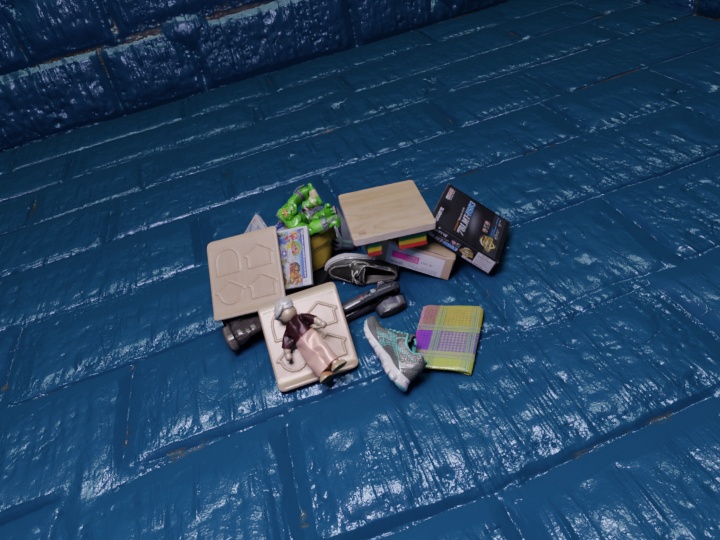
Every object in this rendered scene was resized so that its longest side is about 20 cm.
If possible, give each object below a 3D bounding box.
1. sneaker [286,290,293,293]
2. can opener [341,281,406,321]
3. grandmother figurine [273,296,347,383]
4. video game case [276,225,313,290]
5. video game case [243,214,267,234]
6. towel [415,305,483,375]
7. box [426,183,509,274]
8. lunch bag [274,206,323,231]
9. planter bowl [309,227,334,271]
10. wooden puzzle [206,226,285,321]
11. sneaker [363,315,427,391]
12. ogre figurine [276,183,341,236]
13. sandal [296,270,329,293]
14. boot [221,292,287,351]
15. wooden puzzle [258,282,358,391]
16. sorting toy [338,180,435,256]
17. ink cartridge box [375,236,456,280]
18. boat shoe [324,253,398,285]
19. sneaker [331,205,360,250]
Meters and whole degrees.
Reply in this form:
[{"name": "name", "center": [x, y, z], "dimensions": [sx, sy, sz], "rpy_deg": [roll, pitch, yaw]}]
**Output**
[{"name": "sneaker", "center": [-0.246, 0.009, 1.545], "dimensions": [0.072, 0.079, 0.198], "rpy_deg": [-34, 42, -30]}, {"name": "can opener", "center": [0.010, 0.080, 1.378], "dimensions": [0.195, 0.065, 0.079], "rpy_deg": [-17, 36, -6]}, {"name": "grandmother figurine", "center": [-0.120, 0.142, 1.227], "dimensions": [0.121, 0.061, 0.201], "rpy_deg": [-39, 73, 3]}, {"name": "video game case", "center": [-0.213, -0.020, 1.409], "dimensions": [0.195, 0.018, 0.147], "rpy_deg": [-10, 76, 13]}, {"name": "video game case", "center": [-0.299, -0.026, 1.549], "dimensions": [0.202, 0.022, 0.183], "rpy_deg": [-57, 37, 12]}, {"name": "towel", "center": [0.191, 0.144, 1.269], "dimensions": [0.140, 0.023, 0.202], "rpy_deg": [1, 39, 18]}, {"name": "box", "center": [0.271, -0.109, 1.464], "dimensions": [0.196, 0.050, 0.201], "rpy_deg": [33, 41, 1]}, {"name": "lunch bag", "center": [-0.187, -0.117, 1.630], "dimensions": [0.158, 0.077, 0.199], "rpy_deg": [-23, 6, 37]}, {"name": "planter bowl", "center": [-0.138, -0.041, 1.541], "dimensions": [0.196, 0.085, 0.200], "rpy_deg": [-25, 7, 3]}, {"name": "wooden puzzle", "center": [-0.270, 0.009, 1.385], "dimensions": [0.180, 0.046, 0.205], "rpy_deg": [-13, 71, 9]}, {"name": "sneaker", "center": [0.076, 0.159, 1.225], "dimensions": [0.091, 0.078, 0.201], "rpy_deg": [-37, 46, 3]}, {"name": "ogre figurine", "center": [-0.139, -0.140, 1.476], "dimensions": [0.119, 0.099, 0.201], "rpy_deg": [-35, 64, -10]}, {"name": "sandal", "center": [-0.130, 0.076, 1.439], "dimensions": [0.074, 0.049, 0.201], "rpy_deg": [0, 36, 33]}, {"name": "boot", "center": [-0.253, 0.101, 1.404], "dimensions": [0.171, 0.070, 0.201], "rpy_deg": [-30, 38, -4]}, {"name": "wooden puzzle", "center": [-0.116, 0.146, 1.286], "dimensions": [0.181, 0.046, 0.204], "rpy_deg": [-17, 72, -6]}, {"name": "sorting toy", "center": [0.061, -0.122, 1.404], "dimensions": [0.195, 0.071, 0.201], "rpy_deg": [-13, 39, -6]}, {"name": "ink cartridge box", "center": [0.151, -0.078, 1.485], "dimensions": [0.195, 0.076, 0.166], "rpy_deg": [17, 43, 6]}, {"name": "boat shoe", "center": [0.000, 0.000, 1.482], "dimensions": [0.194, 0.072, 0.064], "rpy_deg": [-4, 35, 10]}, {"name": "sneaker", "center": [-0.048, -0.115, 1.674], "dimensions": [0.085, 0.076, 0.202], "rpy_deg": [8, 35, -13]}]
